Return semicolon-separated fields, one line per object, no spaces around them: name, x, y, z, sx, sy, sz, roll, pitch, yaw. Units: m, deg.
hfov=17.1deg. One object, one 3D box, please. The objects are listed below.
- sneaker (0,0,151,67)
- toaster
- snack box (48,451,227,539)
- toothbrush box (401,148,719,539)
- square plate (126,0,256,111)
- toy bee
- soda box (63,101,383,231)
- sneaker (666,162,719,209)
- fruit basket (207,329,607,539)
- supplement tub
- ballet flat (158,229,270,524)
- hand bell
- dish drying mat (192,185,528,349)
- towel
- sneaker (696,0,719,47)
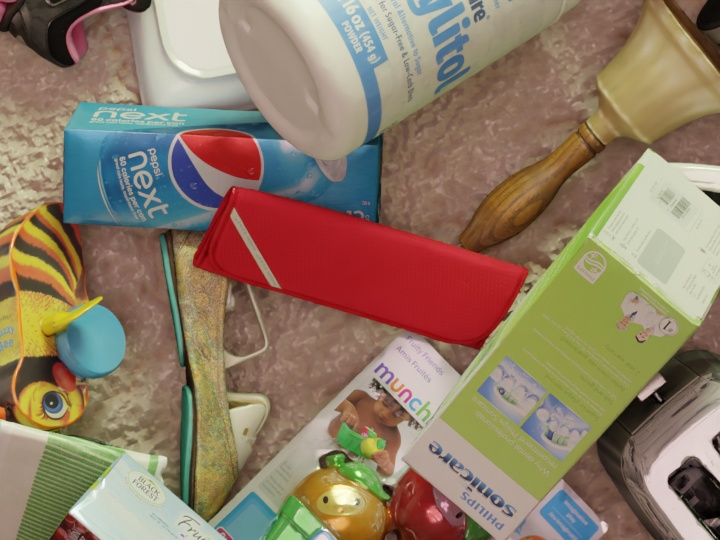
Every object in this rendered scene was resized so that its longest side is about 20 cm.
sneaker;-0.159;-0.211;1.513;0.095;0.079;0.200;39;114;-6
toaster;0.235;0.143;1.479;0.113;0.129;0.200;-39;89;2
snack box;-0.132;0.229;1.466;0.168;0.200;0.068;41;48;1
toothbrush box;0.130;0.045;1.437;0.086;0.146;0.200;38;121;2
square plate;-0.061;-0.207;1.542;0.198;0.028;0.200;-11;89;2
toy bee;-0.198;0.058;1.495;0.131;0.108;0.201;-50;63;39
soda box;-0.086;-0.064;1.515;0.198;0.068;0.065;3;108;2
sneaker;0.258;0.000;1.492;0.198;0.073;0.113;10;90;-12
fruit basket;0.026;0.166;1.505;0.200;0.094;0.185;-44;83;-6
supplement tub;0.025;-0.168;1.456;0.199;0.132;0.132;-34;89;-20
ballet flat;-0.089;0.067;1.524;0.070;0.071;0.202;-5;88;2
hand bell;0.141;-0.079;1.519;0.200;0.104;0.104;-40;88;15
dish drying mat;0.000;0.000;1.495;0.198;0.018;0.077;17;130;-16
towel;-0.228;0.132;1.487;0.198;0.153;0.024;17;52;-7
sneaker;0.286;-0.127;1.454;0.120;0.200;0.084;38;92;-13
